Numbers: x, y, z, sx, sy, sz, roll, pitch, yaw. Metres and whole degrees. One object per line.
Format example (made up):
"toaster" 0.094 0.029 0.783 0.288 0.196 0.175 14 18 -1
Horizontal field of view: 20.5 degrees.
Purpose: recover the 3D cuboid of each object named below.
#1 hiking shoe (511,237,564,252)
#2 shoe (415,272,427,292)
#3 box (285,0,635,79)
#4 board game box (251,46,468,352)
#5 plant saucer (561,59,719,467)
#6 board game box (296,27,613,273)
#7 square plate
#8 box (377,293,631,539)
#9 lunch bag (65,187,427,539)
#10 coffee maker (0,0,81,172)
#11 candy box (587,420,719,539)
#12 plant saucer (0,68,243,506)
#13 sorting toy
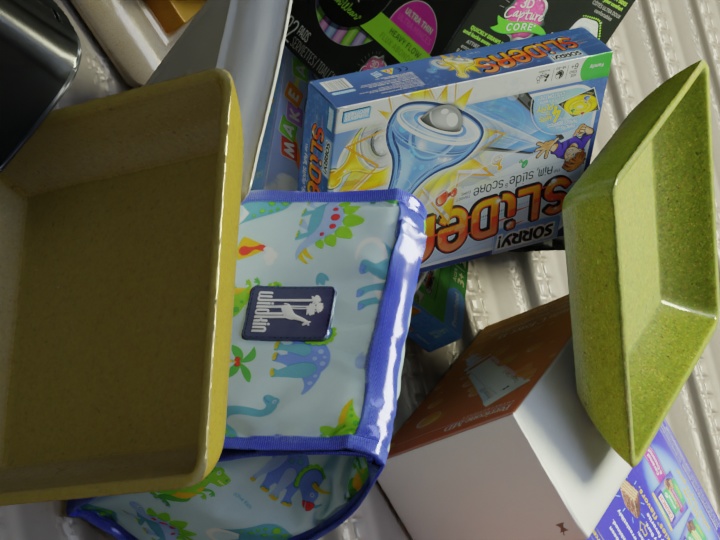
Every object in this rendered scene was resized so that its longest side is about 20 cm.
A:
"hiking shoe" 0.128 -0.065 1.442 0.200 0.075 0.102 -1 89 -71
"shoe" 0.000 0.000 1.256 0.200 0.053 0.070 -47 119 -30
"box" 0.070 -0.181 1.266 0.124 0.201 0.149 21 19 -45
"board game box" 0.001 -0.058 1.347 0.200 0.036 0.152 36 47 -35
"plant saucer" 0.179 -0.009 1.280 0.200 0.048 0.201 -47 136 -52
"board game box" 0.054 -0.066 1.208 0.199 0.136 0.034 -15 40 -29
"square plate" -0.099 -0.073 1.100 0.028 0.200 0.199 24 50 -19
"box" 0.115 0.103 1.333 0.098 0.124 0.200 59 36 -11
"lunch bag" -0.051 0.057 1.081 0.127 0.199 0.171 38 46 -34
"coffee maker" -0.234 -0.141 0.962 0.200 0.192 0.135 35 30 -38
"candy box" 0.181 0.209 1.402 0.170 0.077 0.200 60 35 -11
"plant saucer" -0.130 0.018 0.980 0.048 0.199 0.202 21 66 -49
"sorting toy" -0.135 -0.234 1.267 0.186 0.036 0.200 56 37 -15
